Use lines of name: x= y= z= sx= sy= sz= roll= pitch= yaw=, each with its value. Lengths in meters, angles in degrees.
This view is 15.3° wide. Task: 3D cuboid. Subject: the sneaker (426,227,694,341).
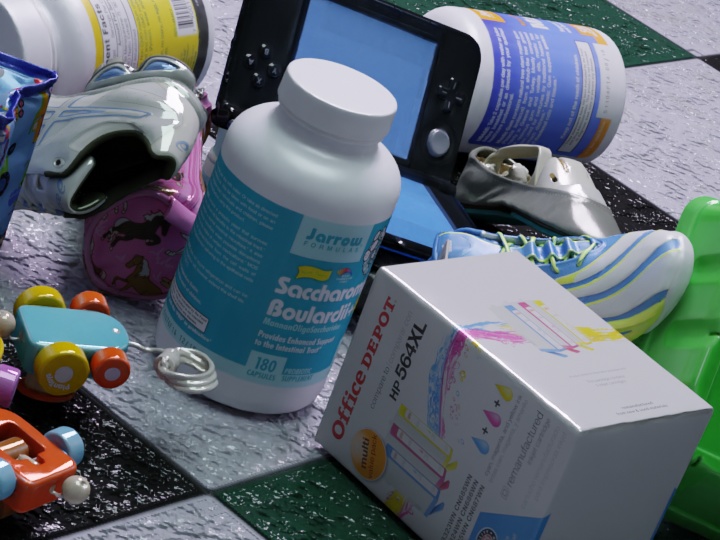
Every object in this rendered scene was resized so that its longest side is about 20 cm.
sneaker: x=0.105 y=0.011 z=1.670 sx=0.105 sy=0.200 sz=0.076 roll=38 pitch=39 yaw=-36

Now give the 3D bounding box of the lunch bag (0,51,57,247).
lunch bag: x=-0.299 y=-0.077 z=1.565 sx=0.199 sy=0.151 sz=0.094 roll=24 pitch=25 yaw=5

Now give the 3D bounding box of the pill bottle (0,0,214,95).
pill bottle: x=-0.202 y=-0.158 z=1.857 sx=0.114 sy=0.115 sz=0.200 roll=34 pitch=27 yaw=25

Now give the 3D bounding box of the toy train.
toy train: x=-0.175 y=0.078 z=1.475 sx=0.150 sy=0.056 sz=0.200 roll=32 pitch=29 yaw=19

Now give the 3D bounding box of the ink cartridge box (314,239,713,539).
ink cartridge box: x=0.078 y=0.084 z=1.577 sx=0.125 sy=0.129 sz=0.200 roll=-6 pitch=36 yaw=-46

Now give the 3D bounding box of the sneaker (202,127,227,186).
sneaker: x=-0.040 y=-0.130 z=1.912 sx=0.079 sy=0.131 sz=0.200 roll=23 pitch=24 yaw=6

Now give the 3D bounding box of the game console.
game console: x=0.015 y=-0.099 z=1.786 sx=0.200 sy=0.171 sz=0.118 roll=18 pitch=-5 yaw=-36

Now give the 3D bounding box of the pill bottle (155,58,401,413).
pill bottle: x=-0.044 y=-0.023 z=1.605 sx=0.110 sy=0.201 sz=0.111 roll=17 pitch=25 yaw=-8

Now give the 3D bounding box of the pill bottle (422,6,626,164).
pill bottle: x=0.097 y=-0.145 z=2.077 sx=0.199 sy=0.112 sz=0.112 roll=6 pitch=29 yaw=-33

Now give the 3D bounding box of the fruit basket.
fruit basket: x=0.238 y=0.072 z=1.699 sx=0.155 sy=0.216 sz=0.216 roll=25 pitch=24 yaw=-9

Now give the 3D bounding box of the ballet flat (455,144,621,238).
ballet flat: x=0.128 y=-0.055 z=1.903 sx=0.067 sy=0.064 sz=0.200 roll=18 pitch=1 yaw=-29

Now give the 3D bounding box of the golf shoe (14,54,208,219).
golf shoe: x=-0.191 y=-0.067 z=1.636 sx=0.199 sy=0.078 sz=0.097 roll=-19 pitch=34 yaw=15

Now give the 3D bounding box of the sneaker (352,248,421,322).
sneaker: x=-0.001 y=0.003 z=1.754 sx=0.199 sy=0.060 sz=0.104 roll=7 pitch=25 yaw=-46

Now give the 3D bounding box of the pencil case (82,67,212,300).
pencil case: x=-0.136 y=-0.057 z=1.734 sx=0.082 sy=0.087 sz=0.200 roll=5 pitch=29 yaw=-5
